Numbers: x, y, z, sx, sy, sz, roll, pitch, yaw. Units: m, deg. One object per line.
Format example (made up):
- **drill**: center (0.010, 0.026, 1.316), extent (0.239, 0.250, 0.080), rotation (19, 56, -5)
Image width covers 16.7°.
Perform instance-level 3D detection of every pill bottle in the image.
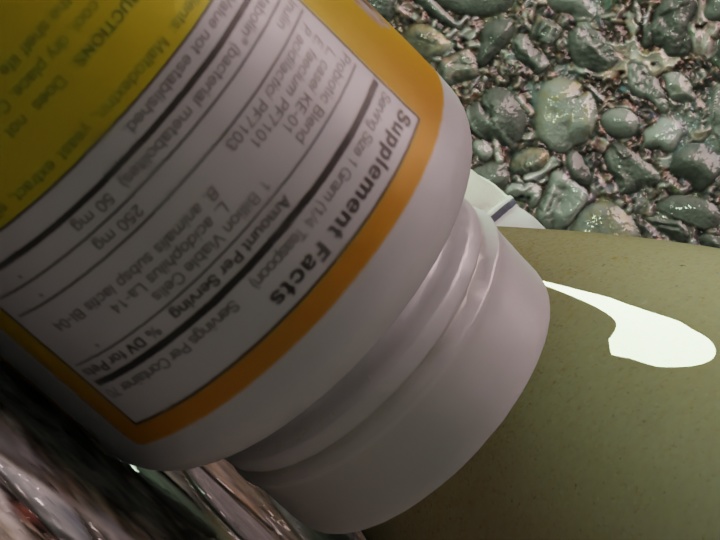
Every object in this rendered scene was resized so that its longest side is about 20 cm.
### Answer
- **pill bottle**: center (-0.053, -0.034, 0.512), extent (0.200, 0.109, 0.109), rotation (44, 2, -23)

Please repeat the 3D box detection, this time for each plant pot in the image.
- **plant pot**: center (0.090, 0.068, 0.679), extent (0.200, 0.187, 0.187), rotation (29, -7, 36)

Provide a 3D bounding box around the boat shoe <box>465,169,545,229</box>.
- **boat shoe**: center (0.000, 0.000, 0.807), extent (0.070, 0.071, 0.200), rotation (44, 29, 4)
